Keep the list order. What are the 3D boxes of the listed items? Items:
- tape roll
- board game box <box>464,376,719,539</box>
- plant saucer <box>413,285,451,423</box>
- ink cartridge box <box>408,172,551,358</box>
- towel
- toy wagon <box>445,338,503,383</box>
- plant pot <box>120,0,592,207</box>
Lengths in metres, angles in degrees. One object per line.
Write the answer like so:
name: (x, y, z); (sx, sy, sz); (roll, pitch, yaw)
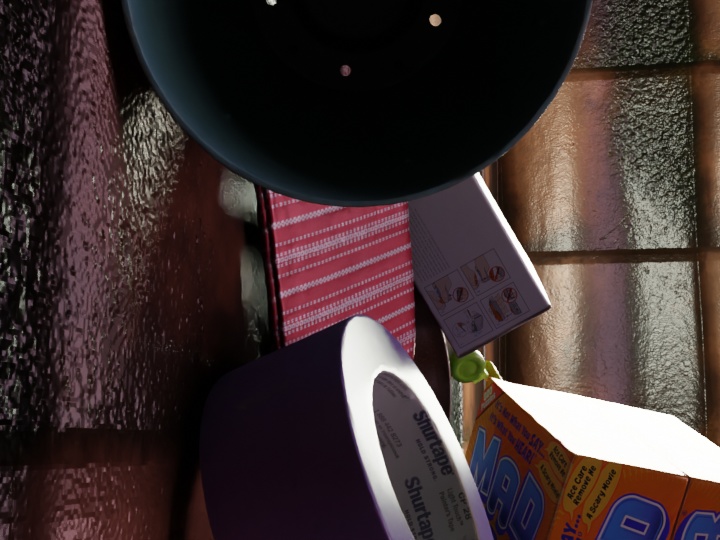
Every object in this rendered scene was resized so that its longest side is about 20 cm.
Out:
tape roll: (0.002, 0.131, 0.581); (0.200, 0.085, 0.200); (57, 16, -27)
board game box: (0.203, 0.231, 0.915); (0.200, 0.200, 0.200); (-136, -120, -74)
plant saucer: (0.010, 0.100, 0.805); (0.200, 0.034, 0.201); (2, 88, -57)
ink cartridge box: (0.060, -0.055, 0.854); (0.200, 0.084, 0.176); (59, 10, -10)
towel: (-0.015, -0.016, 0.700); (0.145, 0.022, 0.200); (-22, 113, -47)
toy wagon: (0.072, 0.047, 1.006); (0.200, 0.040, 0.155); (54, 6, -29)
plant pot: (-0.003, -0.143, 0.522); (0.161, 0.200, 0.201); (-94, 180, -77)
